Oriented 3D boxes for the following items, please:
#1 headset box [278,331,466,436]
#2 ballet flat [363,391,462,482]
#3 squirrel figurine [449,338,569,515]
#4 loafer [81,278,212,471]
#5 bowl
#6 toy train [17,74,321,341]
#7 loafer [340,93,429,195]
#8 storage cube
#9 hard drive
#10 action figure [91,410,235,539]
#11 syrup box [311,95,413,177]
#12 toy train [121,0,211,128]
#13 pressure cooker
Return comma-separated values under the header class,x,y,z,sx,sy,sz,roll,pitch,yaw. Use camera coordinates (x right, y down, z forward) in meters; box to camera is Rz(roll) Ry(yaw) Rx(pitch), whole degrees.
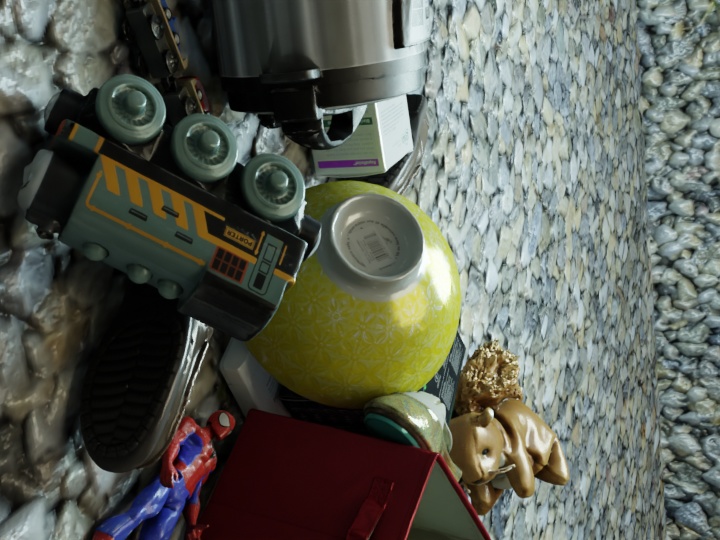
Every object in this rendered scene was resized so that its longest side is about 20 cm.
class,x,y,z,sx,sy,sz,roll,pitch,yaw
headset box,0.016,0.090,1.067,0.201,0.091,0.176,60,38,-48
ballet flat,0.048,0.138,0.946,0.201,0.069,0.072,71,28,-55
squirrel figurine,0.151,0.194,1.435,0.186,0.140,0.203,25,53,-53
loafer,-0.131,0.050,0.801,0.071,0.072,0.203,56,41,-51
bowl,0.000,0.000,0.938,0.108,0.197,0.203,118,-11,-58
toy train,-0.120,-0.039,0.742,0.198,0.085,0.115,28,60,-17
loafer,0.038,-0.110,1.208,0.201,0.072,0.072,-62,142,-47
storage cube,-0.019,0.241,0.916,0.173,0.177,0.201,-65,147,-27
hard drive,-0.060,0.105,1.039,0.133,0.026,0.202,-68,148,-41
action figure,-0.140,0.167,0.834,0.201,0.051,0.066,-60,139,-53
syrup box,-0.011,-0.197,1.090,0.079,0.080,0.203,-42,128,-57
toy train,-0.131,-0.122,0.871,0.046,0.034,0.202,-69,149,-46
pressure cooker,-0.035,-0.200,0.927,0.174,0.178,0.204,-14,106,-30
